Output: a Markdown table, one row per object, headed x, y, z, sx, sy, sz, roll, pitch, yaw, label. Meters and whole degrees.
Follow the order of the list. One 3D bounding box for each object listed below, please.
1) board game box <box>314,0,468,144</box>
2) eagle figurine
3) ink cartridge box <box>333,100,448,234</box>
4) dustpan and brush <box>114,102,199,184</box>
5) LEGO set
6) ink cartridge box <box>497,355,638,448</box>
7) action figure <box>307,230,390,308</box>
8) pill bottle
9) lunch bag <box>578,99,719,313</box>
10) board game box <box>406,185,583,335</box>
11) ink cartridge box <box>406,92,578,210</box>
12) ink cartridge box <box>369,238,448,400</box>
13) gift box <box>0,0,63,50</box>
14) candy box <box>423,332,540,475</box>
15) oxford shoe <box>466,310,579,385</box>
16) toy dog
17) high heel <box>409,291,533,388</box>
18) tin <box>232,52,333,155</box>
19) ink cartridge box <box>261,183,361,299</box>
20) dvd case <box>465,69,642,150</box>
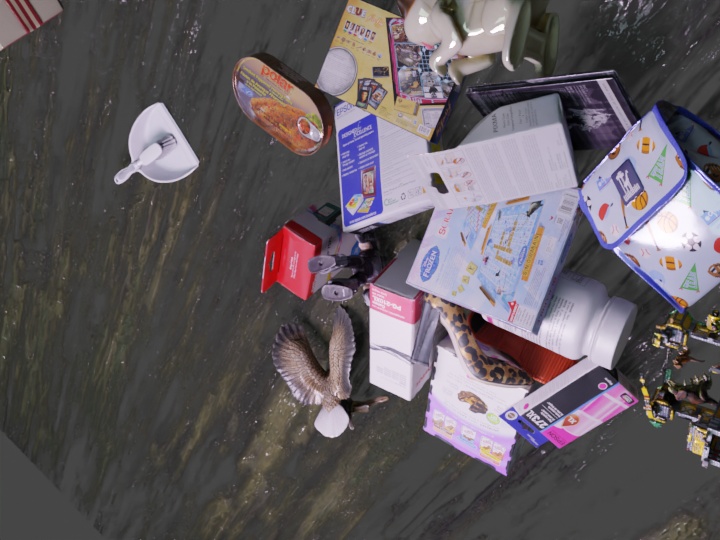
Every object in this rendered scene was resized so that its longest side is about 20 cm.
| x | y | z | sx | sy | sz | roll | pitch | yaw | label |
| --- | --- | --- | --- | --- | --- | --- | --- | --- | --- |
| 0.046 | -0.277 | 1.201 | 0.197 | 0.034 | 0.138 | 29 | 101 | 22 | board game box |
| -0.061 | 0.187 | 1.601 | 0.150 | 0.151 | 0.203 | 17 | 137 | 56 | eagle figurine |
| 0.040 | -0.175 | 1.284 | 0.196 | 0.046 | 0.205 | -17 | 72 | 49 | ink cartridge box |
| -0.407 | -0.213 | 1.656 | 0.198 | 0.057 | 0.141 | -23 | 103 | 46 | dustpan and brush |
| 0.444 | 0.164 | 1.160 | 0.151 | 0.116 | 0.204 | 24 | 131 | 25 | LEGO set |
| 0.309 | 0.206 | 1.308 | 0.094 | 0.037 | 0.199 | 38 | 125 | -18 | ink cartridge box |
| 0.000 | 0.000 | 1.369 | 0.068 | 0.199 | 0.133 | -16 | 91 | 30 | action figure |
| 0.279 | 0.054 | 1.227 | 0.197 | 0.113 | 0.115 | 24 | 132 | 25 | pill bottle |
| 0.377 | -0.079 | 1.044 | 0.200 | 0.123 | 0.171 | 45 | 138 | 7 | lunch bag |
| 0.187 | -0.041 | 1.202 | 0.196 | 0.041 | 0.204 | 22 | 87 | 27 | board game box |
| 0.172 | -0.145 | 1.117 | 0.195 | 0.048 | 0.160 | -9 | 155 | 18 | ink cartridge box |
| 0.081 | 0.078 | 1.385 | 0.083 | 0.145 | 0.204 | 19 | 130 | 25 | ink cartridge box |
| -0.673 | -0.515 | 1.591 | 0.197 | 0.186 | 0.189 | -8 | 123 | 38 | gift box |
| 0.199 | 0.212 | 1.435 | 0.165 | 0.071 | 0.203 | 26 | 133 | 24 | candy box |
| 0.252 | 0.116 | 1.343 | 0.198 | 0.072 | 0.073 | 34 | 176 | 4 | oxford shoe |
| 0.132 | -0.327 | 1.071 | 0.196 | 0.138 | 0.199 | 14 | 109 | 33 | toy dog |
| 0.179 | 0.089 | 1.281 | 0.195 | 0.146 | 0.071 | 16 | 176 | -10 | high heel |
| -0.123 | -0.268 | 1.391 | 0.199 | 0.042 | 0.113 | 39 | 140 | 18 | tin |
| -0.070 | -0.038 | 1.391 | 0.066 | 0.200 | 0.118 | 30 | 135 | 20 | ink cartridge box |
| 0.248 | -0.194 | 1.091 | 0.197 | 0.016 | 0.148 | 4 | 157 | 39 | dvd case |
